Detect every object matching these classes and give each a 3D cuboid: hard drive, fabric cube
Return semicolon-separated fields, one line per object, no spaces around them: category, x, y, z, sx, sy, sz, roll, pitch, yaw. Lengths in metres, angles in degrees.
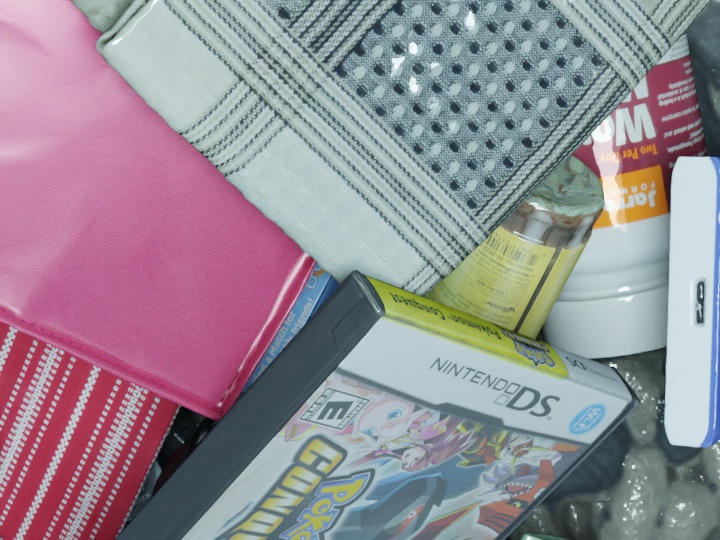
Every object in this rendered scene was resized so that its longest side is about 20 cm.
hard drive;0.192;0.010;0.839;0.025;0.200;0.132;2;94;25
fabric cube;-0.111;-0.092;0.686;0.196;0.199;0.200;30;96;-26

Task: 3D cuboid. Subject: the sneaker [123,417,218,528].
sneaker;-0.025;0.111;0.814;0.200;0.076;0.116;-22;84;-26

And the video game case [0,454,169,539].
video game case;-0.135;0.173;0.835;0.143;0.019;0.200;-32;93;2

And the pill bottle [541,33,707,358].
pill bottle;0.122;-0.063;0.853;0.109;0.110;0.200;-13;99;-11

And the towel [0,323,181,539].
towel;-0.182;0.047;0.779;0.200;0.022;0.145;32;120;9

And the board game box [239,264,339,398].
board game box;0.000;0.000;0.791;0.037;0.200;0.151;27;87;13

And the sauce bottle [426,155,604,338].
sauce bottle;0.054;0.028;0.826;0.065;0.065;0.200;17;125;-12

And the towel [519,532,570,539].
towel;0.076;0.230;0.820;0.023;0.153;0.200;16;86;22

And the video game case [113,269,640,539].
video game case;-0.002;0.098;0.688;0.181;0.026;0.200;20;118;-47

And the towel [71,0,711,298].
towel;0.016;-0.103;0.599;0.193;0.035;0.200;-45;117;-1
